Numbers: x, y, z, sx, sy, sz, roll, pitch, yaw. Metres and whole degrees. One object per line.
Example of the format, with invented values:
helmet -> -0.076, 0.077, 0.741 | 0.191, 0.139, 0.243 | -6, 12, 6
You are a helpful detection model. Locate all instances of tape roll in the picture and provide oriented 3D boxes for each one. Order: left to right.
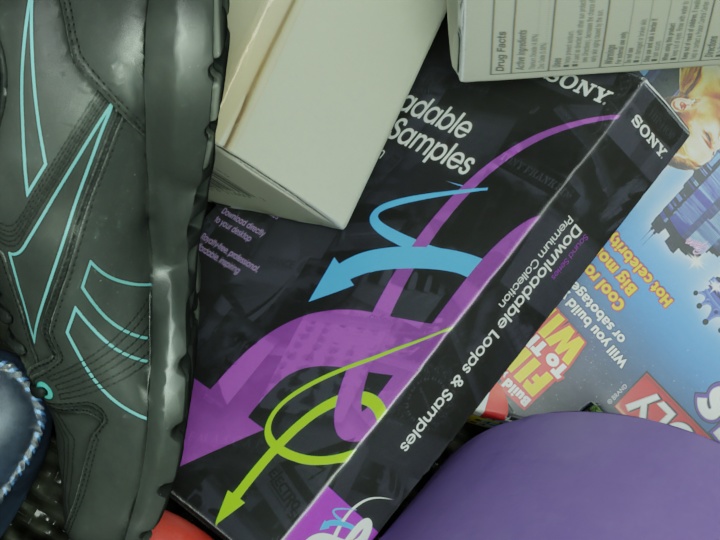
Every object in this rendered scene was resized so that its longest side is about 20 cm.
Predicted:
tape roll -> 0.081, 0.149, 0.753 | 0.200, 0.200, 0.085 | 42, 47, 2

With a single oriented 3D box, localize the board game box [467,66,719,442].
board game box -> 0.110, 0.014, 0.847 | 0.200, 0.062, 0.200 | -41, 87, -7

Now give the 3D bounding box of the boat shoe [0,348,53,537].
boat shoe -> -0.181, 0.106, 0.811 | 0.084, 0.069, 0.200 | 42, 82, 2

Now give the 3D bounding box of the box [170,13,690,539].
box -> 0.000, 0.000, 0.809 | 0.200, 0.143, 0.036 | -50, 129, -9

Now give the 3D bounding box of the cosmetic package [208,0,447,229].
cosmetic package -> -0.016, -0.122, 0.824 | 0.073, 0.103, 0.201 | 32, 77, -38

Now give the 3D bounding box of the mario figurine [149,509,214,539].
mario figurine -> -0.084, 0.178, 0.786 | 0.123, 0.106, 0.201 | 2, 89, 14

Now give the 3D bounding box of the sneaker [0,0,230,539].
sneaker -> -0.085, -0.006, 0.733 | 0.079, 0.075, 0.201 | 5, 110, -4

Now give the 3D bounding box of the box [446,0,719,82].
box -> 0.125, -0.117, 0.738 | 0.199, 0.095, 0.078 | -3, 68, -1
